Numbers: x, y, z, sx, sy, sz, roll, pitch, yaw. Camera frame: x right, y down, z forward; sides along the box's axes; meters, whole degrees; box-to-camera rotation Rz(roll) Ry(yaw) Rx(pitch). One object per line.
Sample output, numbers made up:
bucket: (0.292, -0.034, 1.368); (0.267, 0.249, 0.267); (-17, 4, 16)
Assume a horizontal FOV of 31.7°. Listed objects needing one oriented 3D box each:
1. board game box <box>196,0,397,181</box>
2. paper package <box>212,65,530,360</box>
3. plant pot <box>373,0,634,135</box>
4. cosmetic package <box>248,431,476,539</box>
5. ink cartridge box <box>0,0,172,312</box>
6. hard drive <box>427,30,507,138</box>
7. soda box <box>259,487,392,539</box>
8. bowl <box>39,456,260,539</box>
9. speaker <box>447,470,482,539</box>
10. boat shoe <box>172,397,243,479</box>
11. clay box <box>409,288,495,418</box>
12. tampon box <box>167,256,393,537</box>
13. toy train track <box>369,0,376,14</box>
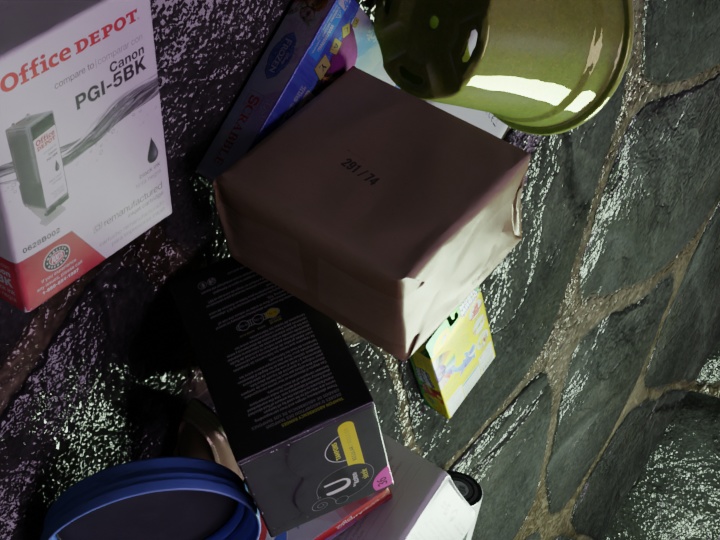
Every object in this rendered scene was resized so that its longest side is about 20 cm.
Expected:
board game box: (-0.041, -0.136, 1.161); (0.201, 0.041, 0.199); (-60, 153, -2)
paper package: (0.013, -0.055, 1.069); (0.191, 0.199, 0.104); (-44, 150, -30)
plant pot: (0.116, -0.221, 1.152); (0.183, 0.200, 0.203); (-10, 125, -47)
cosmetic package: (-0.006, 0.271, 1.431); (0.167, 0.199, 0.168); (-55, 152, -13)
ink cartridge box: (-0.211, -0.097, 0.855); (0.147, 0.082, 0.202); (-40, 146, -35)
hard drive: (0.098, -0.151, 1.331); (0.201, 0.027, 0.132); (-59, 138, -16)
soda box: (-0.066, 0.258, 1.309); (0.199, 0.070, 0.063); (-34, 161, -5)
bowl: (-0.189, 0.233, 1.139); (0.198, 0.040, 0.202); (-11, 142, -8)
speaker: (0.127, 0.406, 1.925); (0.081, 0.081, 0.202); (-29, 139, -46)
boat shoe: (-0.157, 0.203, 1.250); (0.065, 0.072, 0.201); (-39, 153, -29)
clay box: (0.117, 0.097, 1.651); (0.115, 0.047, 0.201); (-51, 150, -20)
tampon box: (-0.068, 0.100, 1.125); (0.125, 0.201, 0.151); (-22, 145, -6)
toy train track: (0.068, -0.279, 1.226); (0.116, 0.032, 0.200); (-63, 154, 2)
